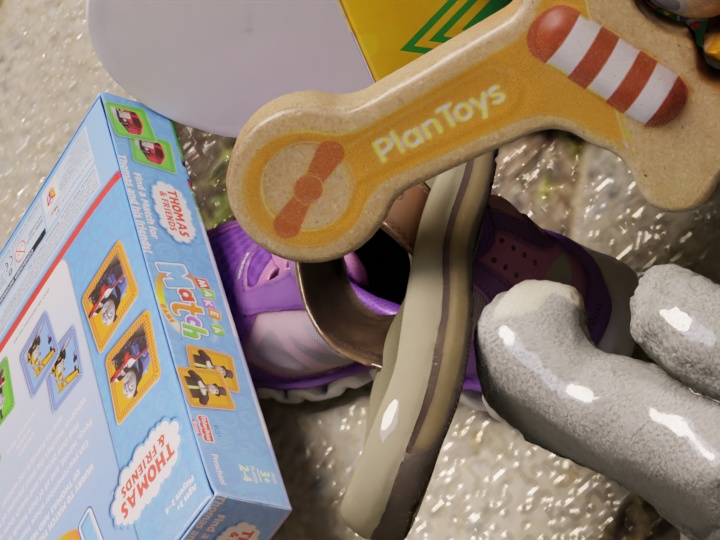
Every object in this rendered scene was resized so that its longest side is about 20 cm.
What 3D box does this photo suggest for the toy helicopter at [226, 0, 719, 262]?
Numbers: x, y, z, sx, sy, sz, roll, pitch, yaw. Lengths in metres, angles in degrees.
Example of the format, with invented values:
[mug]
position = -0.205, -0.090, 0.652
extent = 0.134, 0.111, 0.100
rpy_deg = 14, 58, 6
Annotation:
[toy helicopter]
position = 0.049, -0.067, 0.733
extent = 0.200, 0.132, 0.079
rpy_deg = -26, 21, 10

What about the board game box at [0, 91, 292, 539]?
[board game box]
position = -0.098, 0.057, 0.997
extent = 0.151, 0.037, 0.200
rpy_deg = -53, 38, 32

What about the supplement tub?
[supplement tub]
position = -0.032, -0.165, 1.044
extent = 0.145, 0.145, 0.200
rpy_deg = -19, 46, 28

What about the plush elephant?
[plush elephant]
position = 0.158, 0.038, 0.768
extent = 0.155, 0.165, 0.200
rpy_deg = -46, 31, -23

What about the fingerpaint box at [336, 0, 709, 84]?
[fingerpaint box]
position = 0.071, -0.147, 0.849
extent = 0.166, 0.073, 0.200
rpy_deg = -18, 37, 10

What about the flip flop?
[flip flop]
position = 0.005, 0.000, 0.817
extent = 0.057, 0.081, 0.200
rpy_deg = 11, 41, 0

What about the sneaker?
[sneaker]
position = 0.000, 0.000, 0.962
extent = 0.200, 0.088, 0.081
rpy_deg = 4, 66, 41
